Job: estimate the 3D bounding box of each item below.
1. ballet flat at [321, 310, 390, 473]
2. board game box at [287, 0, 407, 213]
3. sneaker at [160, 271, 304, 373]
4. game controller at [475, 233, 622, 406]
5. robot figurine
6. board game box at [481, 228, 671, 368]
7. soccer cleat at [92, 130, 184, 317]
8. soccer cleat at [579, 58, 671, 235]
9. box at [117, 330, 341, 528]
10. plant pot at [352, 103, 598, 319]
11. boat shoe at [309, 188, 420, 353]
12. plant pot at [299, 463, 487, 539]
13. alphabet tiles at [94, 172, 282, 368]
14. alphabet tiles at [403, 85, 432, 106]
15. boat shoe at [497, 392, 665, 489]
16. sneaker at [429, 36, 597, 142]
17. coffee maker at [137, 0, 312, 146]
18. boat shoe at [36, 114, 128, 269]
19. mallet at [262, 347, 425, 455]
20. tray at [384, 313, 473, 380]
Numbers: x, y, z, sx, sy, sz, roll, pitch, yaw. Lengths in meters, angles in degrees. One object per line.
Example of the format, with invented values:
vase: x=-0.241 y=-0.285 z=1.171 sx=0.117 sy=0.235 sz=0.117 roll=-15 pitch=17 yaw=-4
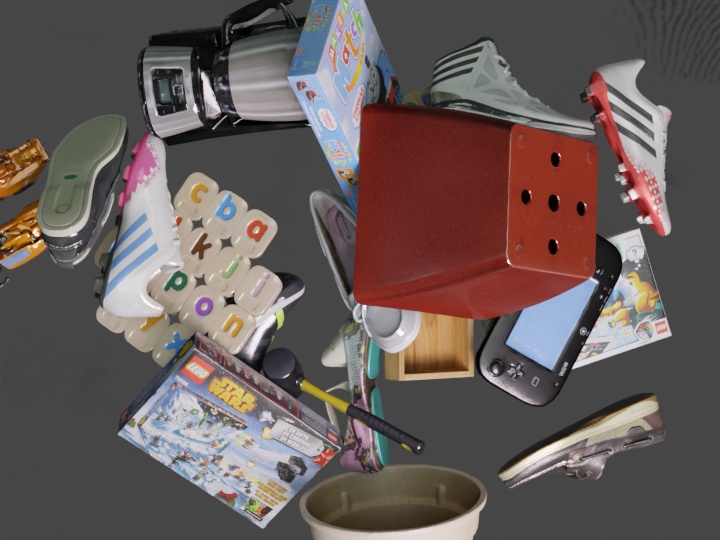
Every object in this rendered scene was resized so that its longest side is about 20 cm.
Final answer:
ballet flat: x=-0.007 y=0.122 z=1.726 sx=0.070 sy=0.069 sz=0.202 roll=-2 pitch=91 yaw=14
board game box: x=-0.009 y=-0.180 z=1.591 sx=0.036 sy=0.201 sz=0.152 roll=-2 pitch=51 yaw=23
sneaker: x=-0.131 y=0.086 z=1.718 sx=0.200 sy=0.072 sz=0.083 roll=-41 pitch=119 yaw=-3
game controller: x=0.207 y=0.046 z=1.719 sx=0.104 sy=0.042 sz=0.201 roll=28 pitch=87 yaw=-4
robot figurine: x=-0.407 y=-0.051 z=1.679 sx=0.199 sy=0.058 sz=0.146 roll=-32 pitch=93 yaw=-5
board game box: x=0.235 y=0.043 z=1.760 sx=0.198 sy=0.035 sz=0.127 roll=-18 pitch=92 yaw=-5
soccer cleat: x=-0.222 y=-0.045 z=1.672 sx=0.085 sy=0.070 sz=0.202 roll=13 pitch=80 yaw=-4
soccer cleat: x=0.316 y=-0.139 z=1.752 sx=0.085 sy=0.069 sz=0.202 roll=-23 pitch=89 yaw=-1
box: x=-0.138 y=0.171 z=1.673 sx=0.199 sy=0.040 sz=0.137 roll=37 pitch=111 yaw=-20
plant pot: x=0.126 y=-0.060 z=1.559 sx=0.199 sy=0.175 sz=0.202 roll=8 pitch=83 yaw=-43
boat shoe: x=0.001 y=-0.002 z=1.672 sx=0.074 sy=0.065 sz=0.203 roll=-37 pitch=57 yaw=24
plant pot: x=0.040 y=0.328 z=1.678 sx=0.198 sy=0.201 sz=0.185 roll=-5 pitch=102 yaw=-6
alphabet tiles: x=-0.186 y=0.002 z=1.688 sx=0.199 sy=0.015 sz=0.196 roll=32 pitch=85 yaw=17
alphabet tiles: x=0.064 y=-0.094 z=1.695 sx=0.166 sy=0.008 sz=0.201 roll=-22 pitch=77 yaw=-31
boat shoe: x=0.250 y=0.201 z=1.745 sx=0.199 sy=0.073 sz=0.065 roll=-25 pitch=88 yaw=-5
sneaker: x=0.171 y=-0.198 z=1.731 sx=0.199 sy=0.076 sz=0.117 roll=7 pitch=77 yaw=-18
coffee maker: x=-0.117 y=-0.195 z=1.667 sx=0.198 sy=0.192 sz=0.136 roll=-4 pitch=76 yaw=14
boat shoe: x=-0.289 y=-0.088 z=1.654 sx=0.071 sy=0.201 sz=0.068 roll=0 pitch=135 yaw=13
mallet: x=-0.020 y=0.140 z=1.667 sx=0.199 sy=0.066 sz=0.041 roll=23 pitch=68 yaw=29
tray: x=0.074 y=0.017 z=1.726 sx=0.098 sy=0.037 sz=0.202 roll=-1 pitch=92 yaw=-31
